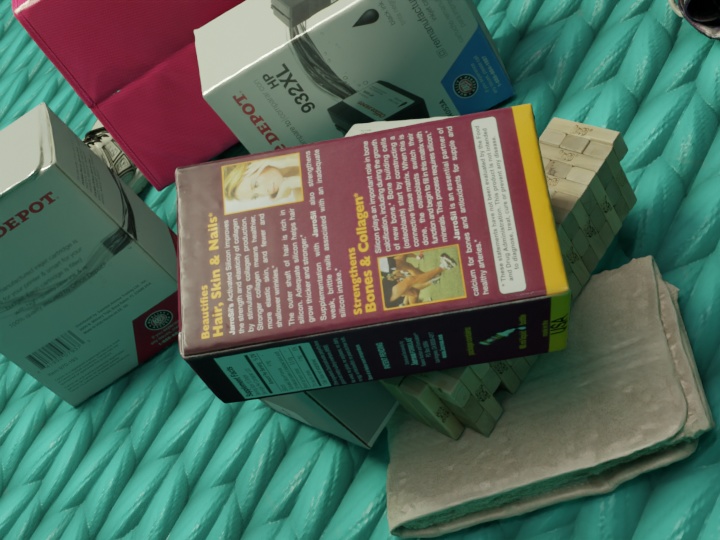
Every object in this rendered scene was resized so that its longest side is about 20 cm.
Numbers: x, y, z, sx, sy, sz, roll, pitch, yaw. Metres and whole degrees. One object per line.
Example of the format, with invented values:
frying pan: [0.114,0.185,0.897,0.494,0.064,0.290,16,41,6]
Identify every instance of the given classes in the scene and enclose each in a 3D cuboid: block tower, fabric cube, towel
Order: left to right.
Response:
fabric cube: [-0.150,-0.233,0.949,0.198,0.201,0.197,-29,35,11]
block tower: [0.094,0.005,0.667,0.054,0.058,0.201,21,71,43]
towel: [0.103,0.076,0.666,0.198,0.035,0.134,-20,45,19]

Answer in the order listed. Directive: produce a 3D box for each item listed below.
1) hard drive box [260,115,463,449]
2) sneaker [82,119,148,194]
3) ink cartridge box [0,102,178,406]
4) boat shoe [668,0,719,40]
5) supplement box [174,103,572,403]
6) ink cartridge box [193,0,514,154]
hard drive box: [0.000,0.000,0.733,0.201,0.077,0.155,-54,25,-14]
sneaker: [-0.240,-0.093,0.997,0.075,0.088,0.202,-16,47,25]
ink cartridge box: [-0.229,-0.007,0.838,0.144,0.200,0.084,-31,44,9]
boat shoe: [0.234,-0.222,0.779,0.093,0.075,0.199,-44,44,-14]
supplement box: [0.006,-0.006,0.600,0.197,0.086,0.112,-10,65,5]
ink cartridge box: [-0.005,-0.157,0.843,0.198,0.145,0.084,-27,46,14]
